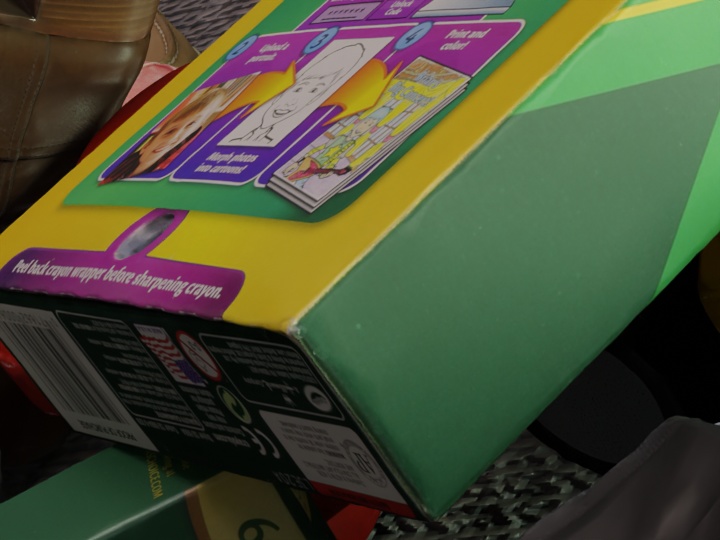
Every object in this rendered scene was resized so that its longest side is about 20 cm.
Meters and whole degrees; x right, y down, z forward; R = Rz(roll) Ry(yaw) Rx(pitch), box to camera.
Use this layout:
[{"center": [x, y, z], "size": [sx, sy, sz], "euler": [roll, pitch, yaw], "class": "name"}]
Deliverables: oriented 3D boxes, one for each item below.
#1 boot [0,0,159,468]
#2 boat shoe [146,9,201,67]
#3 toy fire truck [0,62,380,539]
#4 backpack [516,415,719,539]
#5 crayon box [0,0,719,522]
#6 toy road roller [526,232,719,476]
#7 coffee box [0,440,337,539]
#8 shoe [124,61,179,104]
[{"center": [-0.163, -0.016, 0.950], "size": [0.186, 0.200, 0.064], "euler": [3, 35, -23], "class": "boot"}, {"center": [-0.121, -0.100, 1.246], "size": [0.074, 0.066, 0.200], "euler": [-35, 27, -11], "class": "boat shoe"}, {"center": [0.000, 0.000, 0.876], "size": [0.168, 0.112, 0.200], "euler": [-26, 26, 27], "class": "toy fire truck"}, {"center": [0.086, 0.126, 0.500], "size": [0.154, 0.191, 0.200], "euler": [5, 18, -24], "class": "backpack"}, {"center": [0.016, -0.030, 0.692], "size": [0.173, 0.058, 0.200], "euler": [-43, 20, -18], "class": "crayon box"}, {"center": [0.142, 0.014, 0.678], "size": [0.200, 0.146, 0.123], "euler": [-14, 31, 51], "class": "toy road roller"}, {"center": [-0.087, 0.125, 0.757], "size": [0.200, 0.123, 0.044], "euler": [-26, 25, 4], "class": "coffee box"}, {"center": [-0.136, -0.016, 1.092], "size": [0.091, 0.072, 0.200], "euler": [23, 50, 39], "class": "shoe"}]
